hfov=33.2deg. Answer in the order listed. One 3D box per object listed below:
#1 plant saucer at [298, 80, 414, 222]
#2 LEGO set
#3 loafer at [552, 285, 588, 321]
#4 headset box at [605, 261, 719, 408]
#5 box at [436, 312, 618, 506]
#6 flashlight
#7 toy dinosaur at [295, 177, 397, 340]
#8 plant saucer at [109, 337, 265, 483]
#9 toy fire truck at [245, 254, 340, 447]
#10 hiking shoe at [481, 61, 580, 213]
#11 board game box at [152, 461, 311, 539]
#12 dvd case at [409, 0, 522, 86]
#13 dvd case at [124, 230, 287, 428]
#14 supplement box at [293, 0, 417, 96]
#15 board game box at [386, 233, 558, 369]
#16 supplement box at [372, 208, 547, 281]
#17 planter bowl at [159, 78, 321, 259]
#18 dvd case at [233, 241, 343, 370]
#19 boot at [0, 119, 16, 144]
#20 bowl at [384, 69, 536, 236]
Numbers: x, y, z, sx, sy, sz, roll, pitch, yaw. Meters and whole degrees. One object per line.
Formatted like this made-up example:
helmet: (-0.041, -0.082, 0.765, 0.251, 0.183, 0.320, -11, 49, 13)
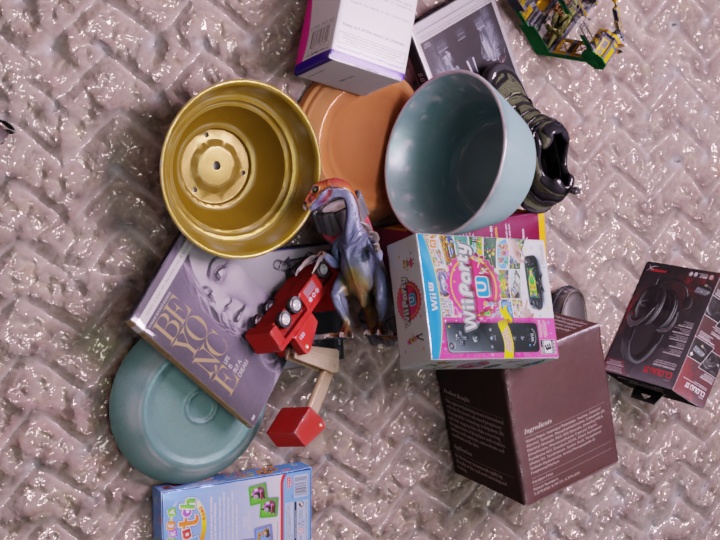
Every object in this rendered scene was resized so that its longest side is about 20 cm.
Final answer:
plant saucer: (0.007, -0.157, 1.497, 0.199, 0.037, 0.201, -4, 99, -30)
LEGO set: (0.272, -0.365, 1.563, 0.200, 0.154, 0.116, 45, 74, -32)
loafer: (0.303, 0.122, 1.696, 0.072, 0.072, 0.201, -9, 101, -29)
headset box: (0.448, 0.099, 1.736, 0.077, 0.149, 0.201, 30, 82, -30)
box: (0.218, 0.173, 1.597, 0.164, 0.166, 0.201, -18, 107, -27)
flashlight: (0.000, 0.000, 1.479, 0.068, 0.068, 0.201, -22, 118, -7)
toy dinosaur: (-0.017, -0.011, 1.407, 0.104, 0.200, 0.183, -4, 83, 9)
plant saucer: (-0.190, 0.154, 1.399, 0.199, 0.036, 0.201, -5, 101, -30)
toy fire truck: (-0.064, 0.093, 1.420, 0.141, 0.049, 0.200, 58, 47, -25)
hiking shoe: (0.220, -0.178, 1.515, 0.076, 0.101, 0.201, -22, 88, -35)
board game box: (-0.154, 0.323, 1.471, 0.199, 0.037, 0.152, -4, 99, -31)
dvd case: (0.141, -0.248, 1.555, 0.150, 0.025, 0.201, -35, 113, -30)
dvd case: (-0.161, 0.061, 1.379, 0.200, 0.016, 0.149, 45, 52, -26)
supplement box: (0.002, -0.320, 1.411, 0.103, 0.101, 0.201, 13, 82, -26)
board game box: (0.133, 0.038, 1.413, 0.199, 0.064, 0.148, 2, 76, -35)
supplement box: (0.127, -0.026, 1.546, 0.199, 0.110, 0.086, -11, 102, -29)
planter bowl: (-0.151, -0.118, 1.380, 0.200, 0.083, 0.202, -5, 101, -31)
dvd case: (-0.113, 0.049, 1.463, 0.199, 0.025, 0.151, -7, 101, -30)
boot: (-0.462, -0.142, 1.198, 0.200, 0.069, 0.175, -41, 115, -22)
bowl: (0.132, -0.129, 1.450, 0.105, 0.200, 0.202, 12, 91, -42)
